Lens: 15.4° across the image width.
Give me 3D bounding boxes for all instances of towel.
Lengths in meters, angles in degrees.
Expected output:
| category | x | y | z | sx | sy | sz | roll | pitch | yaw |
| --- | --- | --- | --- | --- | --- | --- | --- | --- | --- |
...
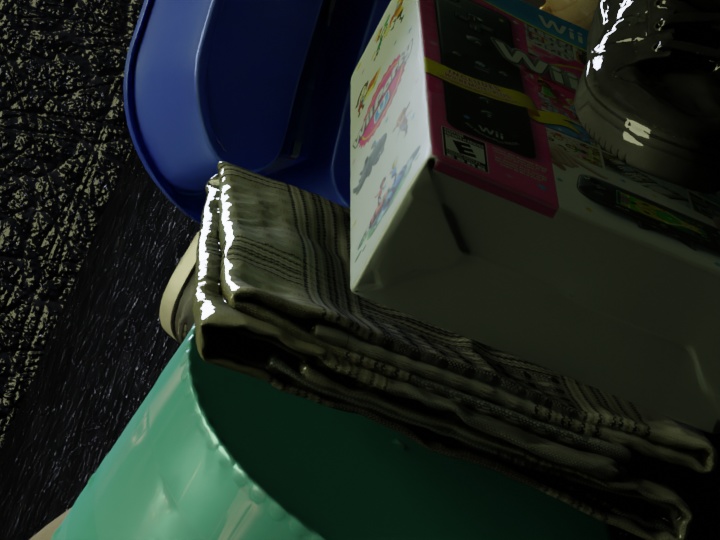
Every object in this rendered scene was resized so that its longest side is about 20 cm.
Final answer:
| category | x | y | z | sx | sy | sz | roll | pitch | yaw |
| --- | --- | --- | --- | --- | --- | --- | --- | --- | --- |
| towel | 0.031 | 0.021 | 0.982 | 0.200 | 0.192 | 0.035 | -98 | 32 | -71 |

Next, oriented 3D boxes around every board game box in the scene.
| category | x | y | z | sx | sy | sz | roll | pitch | yaw |
| --- | --- | --- | --- | --- | --- | --- | --- | --- | --- |
| board game box | 0.074 | -0.033 | 1.006 | 0.200 | 0.147 | 0.064 | -93 | 28 | -65 |

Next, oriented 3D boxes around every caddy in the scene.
| category | x | y | z | sx | sy | sz | roll | pitch | yaw |
| --- | --- | --- | --- | --- | --- | --- | --- | --- | --- |
| caddy | -0.026 | -0.111 | 1.220 | 0.105 | 0.141 | 0.200 | 4 | 76 | 66 |

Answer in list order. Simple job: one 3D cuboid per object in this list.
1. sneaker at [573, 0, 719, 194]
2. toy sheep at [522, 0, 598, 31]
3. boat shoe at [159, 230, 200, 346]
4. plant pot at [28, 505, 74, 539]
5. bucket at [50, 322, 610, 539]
| category | x | y | z | sx | sy | sz | roll | pitch | yaw |
| --- | --- | --- | --- | --- | --- | --- | --- | --- | --- |
| sneaker | 0.124 | -0.112 | 0.995 | 0.200 | 0.060 | 0.104 | -86 | 18 | -66 |
| toy sheep | 0.110 | -0.173 | 1.167 | 0.138 | 0.138 | 0.200 | 125 | 162 | -44 |
| boat shoe | -0.036 | -0.032 | 1.399 | 0.063 | 0.073 | 0.200 | 43 | 113 | 38 |
| plant pot | -0.068 | 0.159 | 1.174 | 0.135 | 0.200 | 0.200 | -61 | 11 | -1 |
| bucket | -0.012 | 0.112 | 1.002 | 0.135 | 0.207 | 0.207 | -59 | 14 | 28 |
